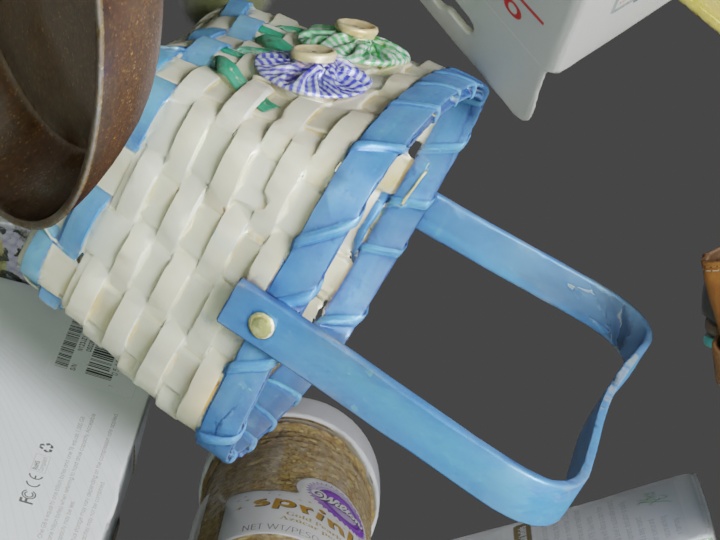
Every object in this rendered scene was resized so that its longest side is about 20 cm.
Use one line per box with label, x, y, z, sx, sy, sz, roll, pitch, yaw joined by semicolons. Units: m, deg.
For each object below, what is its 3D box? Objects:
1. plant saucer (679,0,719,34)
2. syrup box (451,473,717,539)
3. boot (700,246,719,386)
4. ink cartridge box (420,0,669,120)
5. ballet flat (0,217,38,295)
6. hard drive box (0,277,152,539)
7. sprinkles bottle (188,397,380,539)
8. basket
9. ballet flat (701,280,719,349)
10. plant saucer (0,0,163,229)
plant saucer;0.220;-0.132;0.823;0.200;0.048;0.200;41;113;8
syrup box;0.042;0.147;0.910;0.199;0.081;0.079;-16;101;6
boot;0.219;0.043;0.825;0.199;0.077;0.156;-13;97;21
ink cartridge box;0.062;-0.147;0.791;0.067;0.200;0.117;-33;75;-20
ballet flat;-0.132;-0.080;0.865;0.072;0.072;0.201;-6;104;3
hard drive box;-0.181;0.061;0.851;0.199;0.156;0.077;16;121;-2
sprinkles bottle;-0.028;0.104;0.840;0.068;0.200;0.069;0;105;1
basket;0.000;0.000;0.827;0.200;0.176;0.139;34;111;2
ballet flat;0.223;0.031;0.886;0.199;0.068;0.069;23;93;-4
plant saucer;-0.107;-0.113;0.744;0.034;0.200;0.201;-14;106;-26
